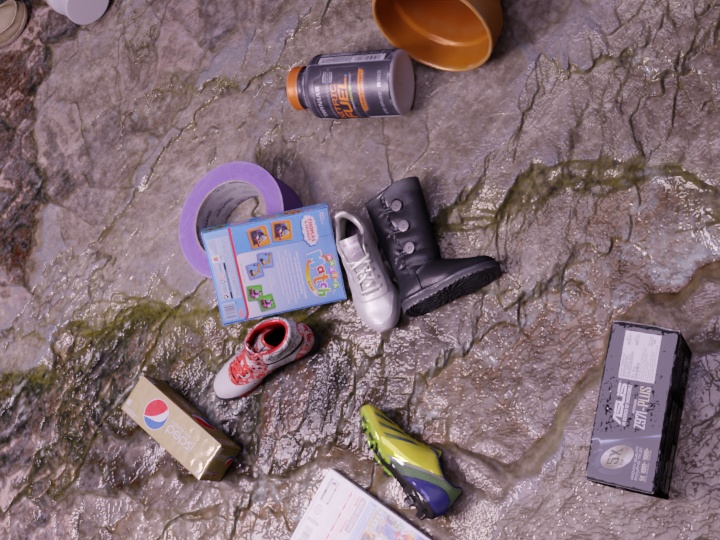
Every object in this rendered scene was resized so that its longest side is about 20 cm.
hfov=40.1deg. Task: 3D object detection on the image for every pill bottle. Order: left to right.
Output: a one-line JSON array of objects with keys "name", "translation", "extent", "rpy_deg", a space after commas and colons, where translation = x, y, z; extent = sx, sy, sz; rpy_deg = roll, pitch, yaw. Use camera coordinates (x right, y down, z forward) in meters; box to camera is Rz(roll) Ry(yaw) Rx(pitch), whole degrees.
[{"name": "pill bottle", "translation": [-0.581, -0.571, 1.923], "extent": [0.200, 0.114, 0.115], "rpy_deg": [43, 95, 27]}, {"name": "pill bottle", "translation": [-0.020, -0.299, 1.597], "extent": [0.198, 0.106, 0.108], "rpy_deg": [1, 76, 25]}]

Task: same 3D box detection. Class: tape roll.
[{"name": "tape roll", "translation": [-0.195, -0.072, 1.627], "extent": [0.198, 0.085, 0.203], "rpy_deg": [-7, 73, 24]}]

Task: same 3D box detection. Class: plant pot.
[{"name": "plant pot", "translation": [0.142, -0.445, 1.526], "extent": [0.198, 0.201, 0.185], "rpy_deg": [14, 67, 27]}]

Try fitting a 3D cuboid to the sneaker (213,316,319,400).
[{"name": "sneaker", "translation": [-0.170, 0.135, 1.545], "extent": [0.200, 0.108, 0.068], "rpy_deg": [-29, 66, 15]}]

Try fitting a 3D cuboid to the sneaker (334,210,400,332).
[{"name": "sneaker", "translation": [0.000, 0.000, 1.510], "extent": [0.074, 0.100, 0.202], "rpy_deg": [-25, 69, 14]}]

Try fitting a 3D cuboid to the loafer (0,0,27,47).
[{"name": "loafer", "translation": [-0.764, -0.488, 2.009], "extent": [0.199, 0.067, 0.077], "rpy_deg": [-30, 66, 14]}]

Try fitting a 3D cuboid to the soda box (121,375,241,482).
[{"name": "soda box", "translation": [-0.290, 0.255, 1.593], "extent": [0.199, 0.064, 0.068], "rpy_deg": [35, 91, 29]}]

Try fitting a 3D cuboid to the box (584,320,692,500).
[{"name": "box", "translation": [0.358, 0.181, 1.260], "extent": [0.085, 0.164, 0.202], "rpy_deg": [8, 80, 26]}]

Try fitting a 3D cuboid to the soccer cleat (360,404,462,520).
[{"name": "soccer cleat", "translation": [0.071, 0.270, 1.436], "extent": [0.083, 0.065, 0.201], "rpy_deg": [-28, 58, -18]}]

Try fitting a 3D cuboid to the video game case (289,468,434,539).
[{"name": "video game case", "translation": [-0.002, 0.405, 1.446], "extent": [0.199, 0.018, 0.144], "rpy_deg": [30, 89, 28]}]

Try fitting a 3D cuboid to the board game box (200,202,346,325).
[{"name": "board game box", "translation": [-0.132, -0.010, 1.530], "extent": [0.198, 0.037, 0.153], "rpy_deg": [-11, 105, -1]}]

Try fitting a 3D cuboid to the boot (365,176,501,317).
[{"name": "boot", "translation": [0.108, -0.053, 1.500], "extent": [0.163, 0.066, 0.202], "rpy_deg": [-24, 63, 15]}]
